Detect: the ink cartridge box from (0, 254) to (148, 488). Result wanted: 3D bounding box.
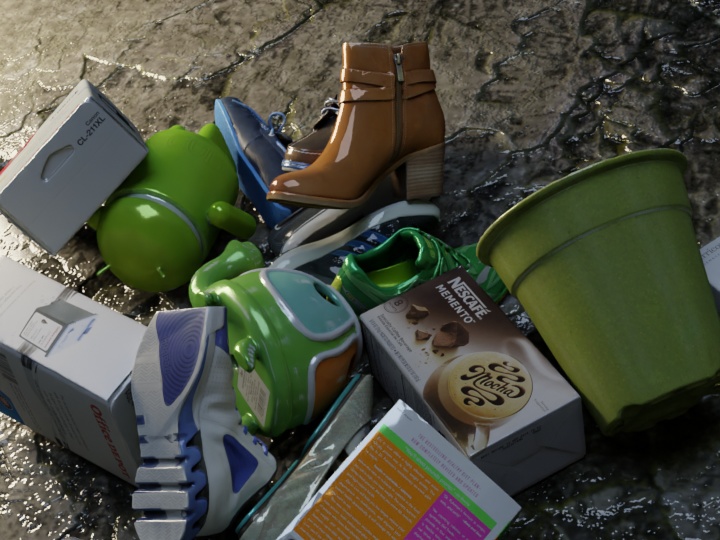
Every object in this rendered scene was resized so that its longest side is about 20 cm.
[{"bbox_3d":[-0.255,0.093,1.355,0.198,0.147,0.086,22,57,26],"label":"ink cartridge box"}]

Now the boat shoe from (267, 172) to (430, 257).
[{"bbox_3d":[-0.007,-0.067,1.548,0.199,0.069,0.057,-33,45,-18],"label":"boat shoe"}]

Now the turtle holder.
[{"bbox_3d":[-0.082,0.063,1.372,0.130,0.143,0.185,-19,24,-27],"label":"turtle holder"}]

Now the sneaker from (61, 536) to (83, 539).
[{"bbox_3d":[-0.164,0.265,1.229,0.198,0.078,0.085,24,42,25],"label":"sneaker"}]

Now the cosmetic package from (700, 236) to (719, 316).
[{"bbox_3d":[0.382,0.046,1.314,0.107,0.085,0.200,-31,45,-15],"label":"cosmetic package"}]

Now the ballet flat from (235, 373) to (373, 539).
[{"bbox_3d":[-0.032,0.176,1.304,0.062,0.068,0.200,36,59,6],"label":"ballet flat"}]

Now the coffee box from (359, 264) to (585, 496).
[{"bbox_3d":[0.095,0.099,1.328,0.112,0.080,0.200,-25,44,-14],"label":"coffee box"}]

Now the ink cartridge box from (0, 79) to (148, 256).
[{"bbox_3d":[-0.299,-0.109,1.558,0.146,0.083,0.200,-47,17,1],"label":"ink cartridge box"}]

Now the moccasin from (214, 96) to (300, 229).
[{"bbox_3d":[-0.099,-0.115,1.626,0.067,0.081,0.201,-18,53,-17],"label":"moccasin"}]

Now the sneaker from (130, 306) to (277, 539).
[{"bbox_3d":[-0.128,0.132,1.269,0.080,0.115,0.203,-1,83,37],"label":"sneaker"}]

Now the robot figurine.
[{"bbox_3d":[-0.196,-0.063,1.551,0.173,0.117,0.201,1,43,24],"label":"robot figurine"}]

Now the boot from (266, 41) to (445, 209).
[{"bbox_3d":[-0.008,-0.141,1.466,0.198,0.157,0.073,-10,9,-31],"label":"boot"}]

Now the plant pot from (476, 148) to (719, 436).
[{"bbox_3d":[0.225,0.029,1.285,0.198,0.200,0.192,-20,71,-9],"label":"plant pot"}]

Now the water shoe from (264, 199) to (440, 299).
[{"bbox_3d":[0.000,0.000,1.488,0.198,0.072,0.079,-25,71,-16],"label":"water shoe"}]

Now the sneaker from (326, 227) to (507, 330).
[{"bbox_3d":[0.066,0.004,1.421,0.198,0.084,0.074,-12,50,-26],"label":"sneaker"}]

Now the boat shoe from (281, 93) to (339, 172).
[{"bbox_3d":[-0.015,-0.146,1.576,0.071,0.073,0.199,13,22,29],"label":"boat shoe"}]

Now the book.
[{"bbox_3d":[0.015,0.221,1.190,0.133,0.048,0.200,39,71,16],"label":"book"}]
